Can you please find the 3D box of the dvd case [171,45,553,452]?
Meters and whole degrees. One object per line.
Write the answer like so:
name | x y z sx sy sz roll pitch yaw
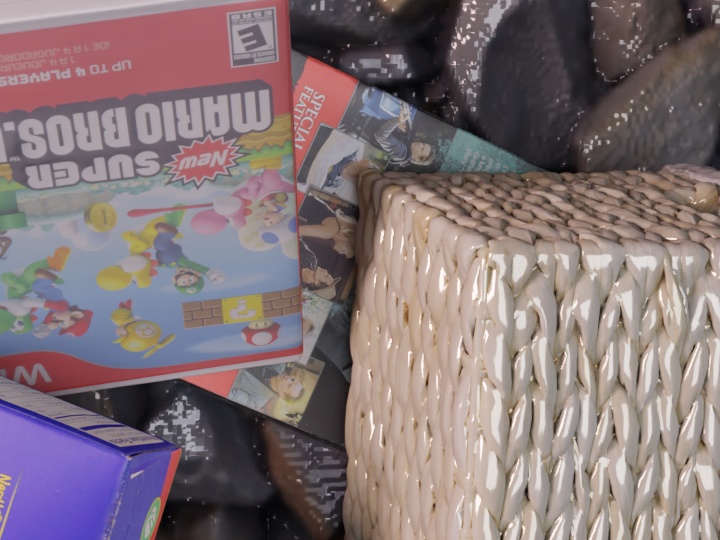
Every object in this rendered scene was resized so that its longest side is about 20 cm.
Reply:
dvd case | 0.000 0.000 0.934 0.199 0.022 0.147 23 93 -18

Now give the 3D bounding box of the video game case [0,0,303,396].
video game case | -0.094 -0.026 0.822 0.142 0.018 0.201 -8 139 -6

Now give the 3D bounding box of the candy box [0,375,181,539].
candy box | -0.186 0.111 0.829 0.198 0.077 0.171 20 95 13

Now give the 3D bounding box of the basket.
basket | 0.089 0.068 0.853 0.159 0.198 0.202 0 100 -13
